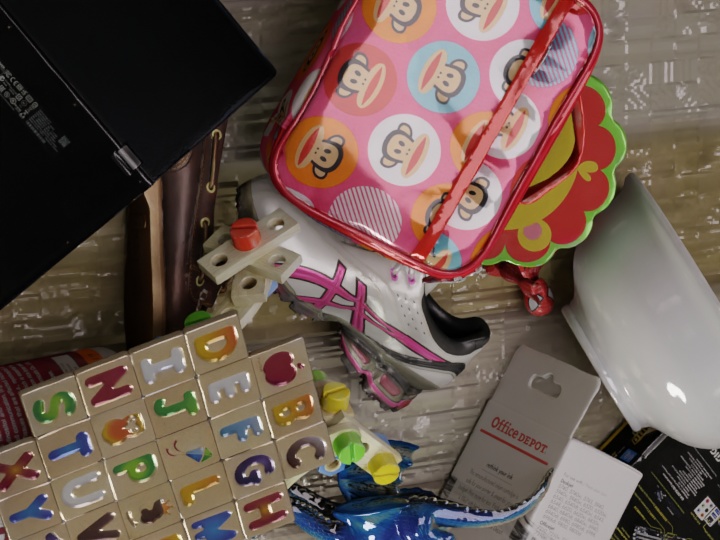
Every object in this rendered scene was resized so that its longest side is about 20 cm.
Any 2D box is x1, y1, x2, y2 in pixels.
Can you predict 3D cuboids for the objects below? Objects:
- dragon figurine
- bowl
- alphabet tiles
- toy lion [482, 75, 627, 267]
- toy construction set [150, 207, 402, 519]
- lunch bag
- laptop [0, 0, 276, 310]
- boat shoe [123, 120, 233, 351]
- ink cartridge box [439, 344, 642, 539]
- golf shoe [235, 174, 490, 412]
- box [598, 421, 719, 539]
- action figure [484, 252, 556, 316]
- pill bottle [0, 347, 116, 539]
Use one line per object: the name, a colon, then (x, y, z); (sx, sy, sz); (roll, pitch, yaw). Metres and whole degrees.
dragon figurine: (0.017, 0.149, 1.732); (0.200, 0.059, 0.099); (-16, 129, 22)
bowl: (0.194, 0.043, 1.790); (0.090, 0.201, 0.201); (-31, 114, 5)
alphabet tiles: (-0.116, 0.110, 1.597); (0.200, 0.006, 0.167); (-21, 128, -10)
toy lion: (0.073, -0.105, 1.705); (0.192, 0.069, 0.200); (5, 96, 2)
toy construction set: (-0.060, 0.066, 1.648); (0.131, 0.092, 0.200); (-21, 120, -5)
lunch bag: (0.052, -0.100, 1.643); (0.176, 0.082, 0.200); (28, 95, -11)
laptop: (-0.192, -0.118, 1.623); (0.200, 0.116, 0.187); (-38, 96, 16)
boat shoe: (-0.109, -0.012, 1.682); (0.070, 0.070, 0.200); (-3, 102, -21)
ink cartridge box: (0.109, 0.160, 1.799); (0.068, 0.116, 0.200); (28, 88, -29)
golf shoe: (0.000, 0.000, 1.721); (0.092, 0.073, 0.200); (-32, 124, 19)
box: (0.223, 0.203, 1.902); (0.160, 0.049, 0.200); (-44, 116, -9)
action figure: (0.107, -0.057, 1.767); (0.065, 0.099, 0.200); (-22, 112, -19)
pill bottle: (-0.232, 0.116, 1.626); (0.200, 0.113, 0.113); (-10, 105, -24)
